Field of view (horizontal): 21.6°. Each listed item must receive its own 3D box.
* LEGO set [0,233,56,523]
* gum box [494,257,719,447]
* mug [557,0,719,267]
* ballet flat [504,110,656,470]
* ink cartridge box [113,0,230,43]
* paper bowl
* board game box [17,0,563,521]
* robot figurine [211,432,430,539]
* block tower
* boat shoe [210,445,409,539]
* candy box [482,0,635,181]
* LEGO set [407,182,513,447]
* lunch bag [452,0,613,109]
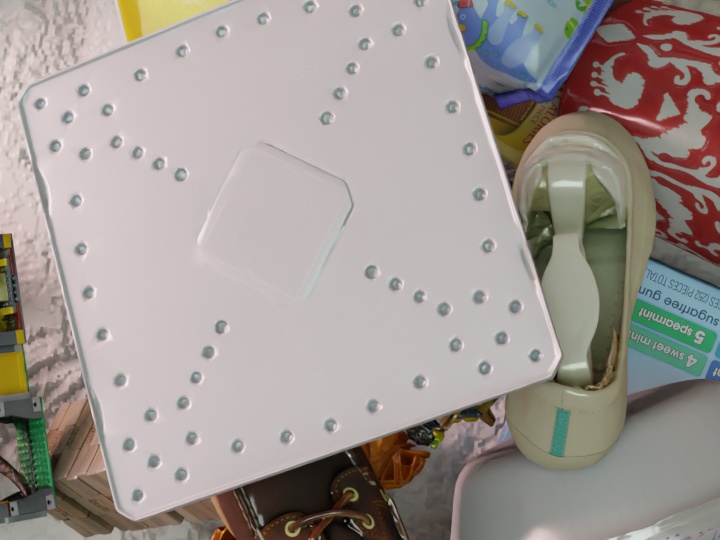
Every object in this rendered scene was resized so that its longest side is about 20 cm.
[{"bbox_3d":[-0.245,0.063,0.973,0.153,0.115,0.202,0,94,49],"label":"LEGO set"},{"bbox_3d":[0.157,0.104,0.998,0.169,0.045,0.202,24,94,5],"label":"gum box"},{"bbox_3d":[0.202,-0.034,0.924,0.199,0.133,0.179,25,129,35],"label":"mug"},{"bbox_3d":[0.096,-0.009,0.837,0.069,0.070,0.202,0,53,6],"label":"ballet flat"},{"bbox_3d":[-0.029,-0.136,1.012,0.198,0.047,0.200,-14,90,8],"label":"ink cartridge box"},{"bbox_3d":[0.122,0.119,0.879,0.199,0.201,0.105,-19,89,6],"label":"paper bowl"},{"bbox_3d":[-0.033,-0.018,0.803,0.198,0.026,0.202,-20,75,12],"label":"board game box"},{"bbox_3d":[-0.044,0.156,0.974,0.058,0.145,0.201,30,84,21],"label":"robot figurine"},{"bbox_3d":[-0.099,0.093,0.951,0.054,0.199,0.058,38,58,-25],"label":"block tower"},{"bbox_3d":[-0.009,0.125,0.821,0.070,0.070,0.201,-29,91,-16],"label":"boat shoe"},{"bbox_3d":[0.030,-0.146,0.966,0.199,0.056,0.117,33,80,-11],"label":"candy box"},{"bbox_3d":[0.000,0.000,0.920,0.199,0.155,0.116,30,138,-8],"label":"LEGO set"},{"bbox_3d":[0.061,-0.204,0.885,0.169,0.127,0.201,32,89,-10],"label":"lunch bag"}]
